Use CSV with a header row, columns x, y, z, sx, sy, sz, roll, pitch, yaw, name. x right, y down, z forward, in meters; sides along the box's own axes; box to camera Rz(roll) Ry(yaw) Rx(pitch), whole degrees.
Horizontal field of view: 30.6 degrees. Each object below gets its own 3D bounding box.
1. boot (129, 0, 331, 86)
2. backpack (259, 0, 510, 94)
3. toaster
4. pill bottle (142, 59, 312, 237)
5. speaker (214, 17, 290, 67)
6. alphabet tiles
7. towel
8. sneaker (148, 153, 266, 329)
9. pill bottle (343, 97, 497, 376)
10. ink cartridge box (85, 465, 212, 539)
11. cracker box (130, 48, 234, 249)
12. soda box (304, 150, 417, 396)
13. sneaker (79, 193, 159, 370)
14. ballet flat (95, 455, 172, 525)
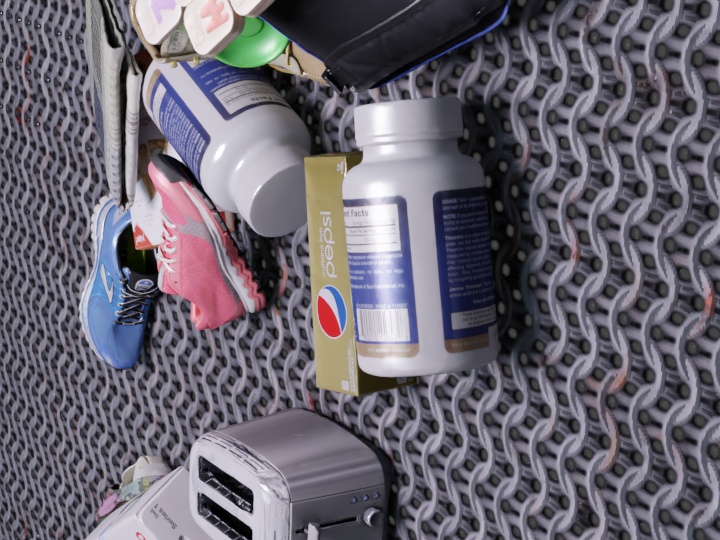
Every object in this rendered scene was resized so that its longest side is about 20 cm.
x,y,z,sx,sy,sz,roll,pitch,yaw,name
-0.099,-0.204,1.146,0.199,0.153,0.073,35,124,46,boot
0.018,-0.247,0.954,0.199,0.182,0.149,-13,51,47,backpack
-0.072,0.198,1.208,0.199,0.128,0.115,23,114,49,toaster
-0.114,-0.125,1.220,0.200,0.110,0.112,51,134,35,pill bottle
-0.094,-0.262,1.088,0.089,0.087,0.202,125,151,-43,speaker
-0.120,-0.261,0.934,0.195,0.015,0.202,-33,74,39,alphabet tiles
-0.251,-0.197,1.337,0.194,0.034,0.202,-112,21,-43,towel
-0.162,-0.017,1.249,0.074,0.086,0.201,51,170,53,sneaker
0.044,-0.027,1.011,0.110,0.110,0.203,0,97,53,pill bottle
-0.207,0.312,1.406,0.145,0.084,0.200,48,140,-4,ink cartridge box
-0.199,-0.129,1.379,0.133,0.057,0.203,-9,89,55,cracker box
0.000,0.000,1.124,0.064,0.067,0.203,5,100,54,soda box
-0.265,0.018,1.480,0.089,0.078,0.203,24,115,52,sneaker
-0.252,0.255,1.527,0.199,0.068,0.072,-28,55,53,ballet flat
